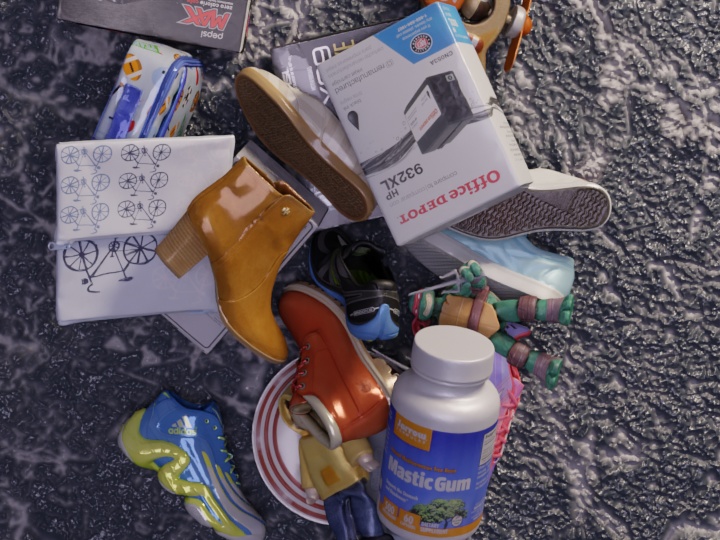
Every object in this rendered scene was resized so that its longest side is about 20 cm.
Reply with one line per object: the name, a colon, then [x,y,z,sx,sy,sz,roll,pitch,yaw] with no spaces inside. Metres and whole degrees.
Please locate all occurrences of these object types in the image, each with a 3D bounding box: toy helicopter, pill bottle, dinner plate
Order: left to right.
dinner plate: [-0.022,0.182,1.720,0.197,0.024,0.203,0,99,-1]
pill bottle: [0.081,0.163,1.564,0.110,0.112,0.202,6,113,-2]
toy helicopter: [0.125,-0.238,1.648,0.130,0.079,0.203,-7,109,-9]

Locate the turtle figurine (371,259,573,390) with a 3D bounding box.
turtle figurine: [0.117,0.052,1.621,0.197,0.101,0.151,12,116,11]

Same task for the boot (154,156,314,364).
boot: [-0.096,-0.009,1.571,0.144,0.071,0.201,-40,119,7]

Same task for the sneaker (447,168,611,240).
sneaker: [0.161,-0.072,1.652,0.197,0.085,0.074,5,103,-7]

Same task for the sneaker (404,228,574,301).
sneaker: [0.139,-0.021,1.680,0.198,0.074,0.083,26,67,0]

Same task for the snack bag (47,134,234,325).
snack bag: [-0.218,-0.038,1.553,0.186,0.021,0.202,-5,115,-26]

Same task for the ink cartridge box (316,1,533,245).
ink cartridge box: [0.066,-0.146,1.562,0.144,0.084,0.202,-25,88,15]

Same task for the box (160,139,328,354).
box: [-0.141,-0.024,1.643,0.116,0.060,0.200,39,113,-6]

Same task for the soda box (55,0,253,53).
soda box: [-0.215,-0.279,1.630,0.197,0.063,0.072,10,98,-3]

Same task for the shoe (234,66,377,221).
shoe: [-0.051,-0.137,1.612,0.200,0.070,0.053,47,54,-3]

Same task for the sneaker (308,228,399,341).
sneaker: [0.000,0.000,1.613,0.070,0.200,0.084,2,114,-19]

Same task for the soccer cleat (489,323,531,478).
soccer cleat: [0.143,0.153,1.695,0.075,0.067,0.203,4,94,14]

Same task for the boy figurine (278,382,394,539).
boy figurine: [-0.027,0.209,1.662,0.124,0.064,0.202,-26,82,47]

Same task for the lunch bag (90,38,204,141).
lunch bag: [-0.232,-0.136,1.601,0.075,0.160,0.202,23,98,1]

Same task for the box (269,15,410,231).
box: [-0.001,-0.156,1.657,0.156,0.050,0.203,-12,99,1]

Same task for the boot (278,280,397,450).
boot: [-0.045,0.098,1.635,0.106,0.075,0.200,-26,60,-24]

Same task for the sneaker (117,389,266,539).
sneaker: [-0.165,0.209,1.696,0.199,0.076,0.105,38,96,-5]

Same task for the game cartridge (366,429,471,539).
game cartridge: [0.063,0.219,1.675,0.132,0.040,0.203,11,102,17]
